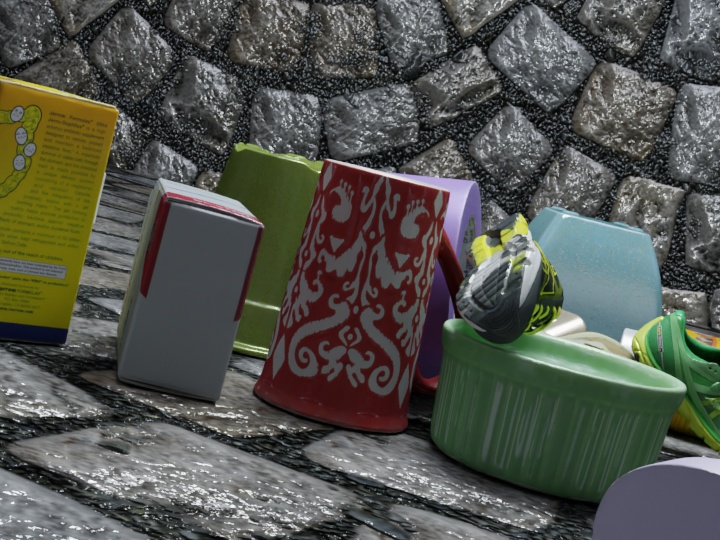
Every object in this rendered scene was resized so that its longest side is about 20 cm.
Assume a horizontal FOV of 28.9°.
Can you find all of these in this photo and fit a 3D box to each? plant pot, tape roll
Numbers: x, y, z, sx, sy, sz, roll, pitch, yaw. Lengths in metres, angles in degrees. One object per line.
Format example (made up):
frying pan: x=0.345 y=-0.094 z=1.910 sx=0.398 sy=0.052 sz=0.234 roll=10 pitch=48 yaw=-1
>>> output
plant pot: x=-0.089 y=-0.023 z=1.398 sx=0.199 sy=0.191 sz=0.200 roll=14 pitch=6 yaw=-2
tape roll: x=0.059 y=0.012 z=1.320 sx=0.084 sy=0.202 sz=0.200 roll=5 pitch=4 yaw=12
plant pot: x=0.264 y=0.033 z=1.695 sx=0.194 sy=0.201 sz=0.196 roll=14 pitch=6 yaw=-3

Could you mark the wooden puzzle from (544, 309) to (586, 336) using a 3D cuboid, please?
wooden puzzle: x=0.111 y=0.057 z=1.477 sx=0.184 sy=0.037 sz=0.200 roll=-19 pitch=24 yaw=-22

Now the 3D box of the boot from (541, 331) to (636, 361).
boot: x=0.227 y=0.117 z=1.315 sx=0.199 sy=0.072 sz=0.155 roll=14 pitch=18 yaw=-39

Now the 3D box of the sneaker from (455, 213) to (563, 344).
sneaker: x=0.132 y=0.017 z=1.120 sx=0.085 sy=0.074 sz=0.200 roll=50 pitch=19 yaw=-11

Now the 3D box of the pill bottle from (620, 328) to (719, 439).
pill bottle: x=0.372 y=0.125 z=1.500 sx=0.199 sy=0.110 sz=0.109 roll=15 pitch=5 yaw=13

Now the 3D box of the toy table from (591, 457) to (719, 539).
toy table: x=0.210 y=0.147 z=0.637 sx=0.116 sy=0.185 sz=0.200 roll=-8 pitch=24 yaw=-26

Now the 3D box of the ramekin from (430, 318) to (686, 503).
ramekin: x=0.151 y=0.112 z=1.119 sx=0.199 sy=0.098 sz=0.200 roll=14 pitch=6 yaw=-1

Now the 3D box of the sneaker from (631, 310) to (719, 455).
sneaker: x=0.354 y=0.122 z=1.369 sx=0.200 sy=0.084 sz=0.074 roll=46 pitch=16 yaw=1

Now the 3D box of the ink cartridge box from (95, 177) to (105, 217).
ink cartridge box: x=-0.492 y=-0.136 z=2.066 sx=0.144 sy=0.085 sz=0.199 roll=10 pitch=7 yaw=-40

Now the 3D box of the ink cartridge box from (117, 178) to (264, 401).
ink cartridge box: x=-0.145 y=0.009 z=1.152 sx=0.082 sy=0.147 sz=0.200 roll=14 pitch=6 yaw=-11

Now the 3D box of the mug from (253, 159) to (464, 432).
mug: x=0.010 y=0.019 z=1.170 sx=0.133 sy=0.201 sz=0.177 roll=17 pitch=6 yaw=33

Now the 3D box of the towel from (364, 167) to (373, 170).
towel: x=0.000 y=0.000 z=1.379 sx=0.024 sy=0.202 sz=0.145 roll=-3 pitch=5 yaw=8

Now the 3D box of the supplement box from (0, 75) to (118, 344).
supplement box: x=-0.289 y=-0.053 z=1.135 sx=0.109 sy=0.201 sz=0.109 roll=9 pitch=6 yaw=-42
